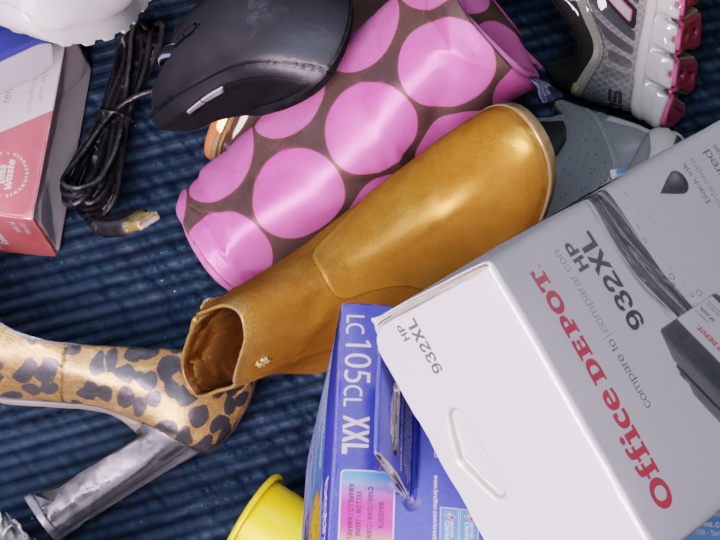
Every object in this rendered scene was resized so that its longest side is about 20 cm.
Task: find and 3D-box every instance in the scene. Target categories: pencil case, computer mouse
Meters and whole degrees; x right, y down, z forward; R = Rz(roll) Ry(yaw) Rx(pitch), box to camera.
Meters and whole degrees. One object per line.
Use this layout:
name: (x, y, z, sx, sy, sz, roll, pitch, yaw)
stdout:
pencil case: (0.001, -0.066, 1.262, 0.200, 0.094, 0.091, -38, 70, 13)
computer mouse: (-0.092, -0.087, 1.258, 0.200, 0.046, 0.141, -5, 61, 49)

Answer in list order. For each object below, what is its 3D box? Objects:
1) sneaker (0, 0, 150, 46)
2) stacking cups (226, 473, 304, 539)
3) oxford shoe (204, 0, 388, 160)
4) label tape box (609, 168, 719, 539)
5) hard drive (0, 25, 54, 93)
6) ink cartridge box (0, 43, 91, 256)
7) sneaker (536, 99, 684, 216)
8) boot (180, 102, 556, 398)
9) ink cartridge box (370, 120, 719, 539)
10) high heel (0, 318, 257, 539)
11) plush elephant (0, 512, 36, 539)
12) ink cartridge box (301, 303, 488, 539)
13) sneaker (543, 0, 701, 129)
sneaker: (-0.131, -0.182, 1.283, 0.076, 0.081, 0.200, 26, 36, 14)
stacking cups: (0.026, 0.178, 1.229, 0.200, 0.061, 0.061, 30, 78, 8)
oxford shoe: (0.000, -0.120, 1.310, 0.200, 0.071, 0.073, -44, 78, -9)
label tape box: (0.177, 0.060, 1.208, 0.143, 0.066, 0.200, 7, 68, -28)
hard drive: (-0.273, -0.140, 1.288, 0.132, 0.025, 0.200, -29, 51, -26)
ink cartridge box: (-0.258, -0.081, 1.324, 0.200, 0.068, 0.117, 5, 73, 8)
sneaker: (0.081, -0.005, 1.272, 0.115, 0.075, 0.200, 26, 69, 19)
boot: (-0.001, 0.000, 1.188, 0.144, 0.201, 0.071, -21, 72, -38)
ink cartridge box: (0.122, 0.037, 1.076, 0.200, 0.084, 0.145, -29, 89, -45)
high heel: (-0.152, 0.024, 1.274, 0.142, 0.071, 0.200, -33, 90, 2)
plush elephant: (-0.193, 0.212, 1.185, 0.155, 0.165, 0.200, -33, 43, -18)
ink cartridge box: (0.016, 0.106, 1.116, 0.076, 0.200, 0.137, 6, 60, -6)
sneaker: (0.136, -0.174, 1.279, 0.087, 0.074, 0.200, 9, 113, 18)
